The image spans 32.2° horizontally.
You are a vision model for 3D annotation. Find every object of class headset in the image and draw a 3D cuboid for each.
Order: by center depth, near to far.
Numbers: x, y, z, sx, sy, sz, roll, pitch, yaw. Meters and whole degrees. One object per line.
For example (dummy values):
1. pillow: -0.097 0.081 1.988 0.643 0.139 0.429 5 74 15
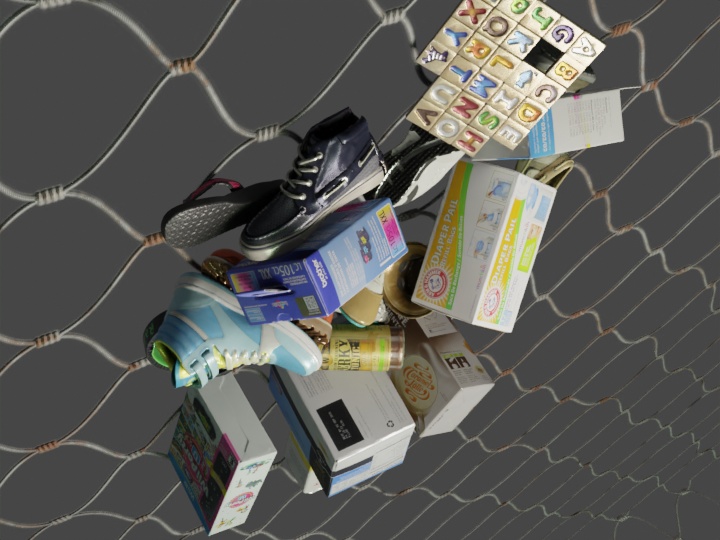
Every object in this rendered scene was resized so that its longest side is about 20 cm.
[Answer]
1. headset: -0.172 0.092 1.577 0.198 0.095 0.124 -6 145 -22

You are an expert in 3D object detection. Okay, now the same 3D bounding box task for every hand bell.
1. hand bell: 0.115 0.007 1.784 0.104 0.104 0.199 -45 164 23

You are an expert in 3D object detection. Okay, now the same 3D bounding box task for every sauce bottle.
1. sauce bottle: -0.040 0.105 1.708 0.197 0.065 0.065 0 147 -6

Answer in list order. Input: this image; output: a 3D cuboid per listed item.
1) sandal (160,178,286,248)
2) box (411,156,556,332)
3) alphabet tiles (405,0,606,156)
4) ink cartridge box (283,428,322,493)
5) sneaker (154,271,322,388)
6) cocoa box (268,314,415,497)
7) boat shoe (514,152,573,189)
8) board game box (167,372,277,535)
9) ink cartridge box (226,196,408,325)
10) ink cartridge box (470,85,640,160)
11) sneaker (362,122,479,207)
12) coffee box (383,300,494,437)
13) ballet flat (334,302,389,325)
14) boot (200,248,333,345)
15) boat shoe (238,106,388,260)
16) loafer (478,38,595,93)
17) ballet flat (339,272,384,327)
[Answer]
1. sandal: -0.157 -0.073 1.391 0.199 0.045 0.075 -22 159 -53
2. box: 0.160 -0.032 1.621 0.112 0.101 0.202 12 96 -54
3. alphabet tiles: 0.146 -0.218 1.385 0.166 0.008 0.200 26 124 -23
4. ink cartridge box: -0.034 0.258 2.008 0.144 0.084 0.201 -18 149 -25
5. sneaker: -0.153 0.103 1.475 0.131 0.198 0.080 -63 -179 -28
6. cocoa box: -0.031 0.190 1.771 0.132 0.201 0.132 -21 153 -19
7. boat shoe: 0.240 -0.103 1.732 0.073 0.063 0.202 -15 148 -30
8. board game box: -0.199 0.257 1.760 0.064 0.148 0.201 -16 148 -31
9. ink cartridge box: -0.057 -0.003 1.432 0.136 0.077 0.200 -9 -158 42
10. ink cartridge box: 0.243 -0.182 1.539 0.198 0.069 0.115 -14 -169 -33
11. sneaker: 0.088 -0.150 1.505 0.199 0.074 0.080 -38 167 20
12. coffee box: 0.087 0.120 1.782 0.079 0.201 0.115 -3 142 -45
13. ballet flat: -0.012 0.033 1.691 0.072 0.072 0.199 -41 154 17
14. boot: -0.109 0.005 1.538 0.075 0.108 0.199 -10 148 45
15. boat shoe: -0.063 -0.101 1.388 0.199 0.074 0.093 -38 136 -19
16. loafer: 0.192 -0.240 1.458 0.198 0.076 0.070 5 140 -36
17. ballet flat: 0.000 0.000 1.552 0.068 0.200 0.063 32 108 -17
